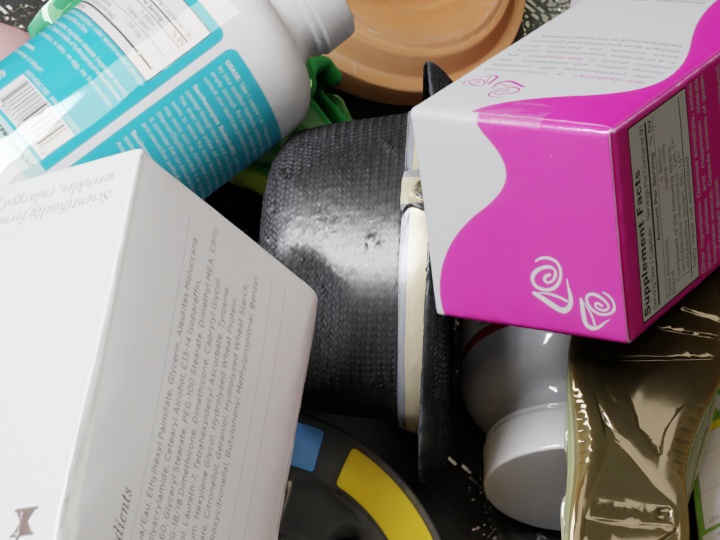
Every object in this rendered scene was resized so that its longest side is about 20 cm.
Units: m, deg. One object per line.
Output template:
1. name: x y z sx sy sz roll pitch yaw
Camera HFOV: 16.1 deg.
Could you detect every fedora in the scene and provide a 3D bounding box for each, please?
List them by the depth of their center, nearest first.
1. fedora: 0.000 0.000 1.216 0.091 0.201 0.201 1 57 3

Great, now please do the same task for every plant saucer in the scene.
1. plant saucer: 0.007 -0.186 1.395 0.200 0.032 0.201 16 58 -26

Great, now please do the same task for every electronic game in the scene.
1. electronic game: -0.042 0.159 1.178 0.199 0.042 0.201 10 67 -25

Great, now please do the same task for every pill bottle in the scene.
1. pill bottle: -0.101 -0.082 1.215 0.200 0.111 0.111 -37 65 -10
2. pill bottle: 0.106 0.022 1.270 0.112 0.112 0.201 4 57 1

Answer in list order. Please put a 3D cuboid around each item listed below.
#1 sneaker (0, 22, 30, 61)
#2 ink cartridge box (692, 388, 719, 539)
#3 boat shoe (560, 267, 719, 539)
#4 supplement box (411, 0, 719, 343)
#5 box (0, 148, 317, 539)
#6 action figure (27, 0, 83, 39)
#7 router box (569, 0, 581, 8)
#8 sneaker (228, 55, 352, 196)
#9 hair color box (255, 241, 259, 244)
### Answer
1. sneaker: -0.168 -0.033 1.318 0.104 0.075 0.201 0 77 -50
2. ink cartridge box: 0.228 0.067 1.220 0.148 0.076 0.201 21 53 -34
3. boat shoe: 0.125 0.077 1.164 0.073 0.063 0.201 8 65 -2
4. supplement box: 0.120 -0.057 1.146 0.101 0.104 0.200 9 27 34
5. box: -0.145 0.079 1.090 0.198 0.131 0.201 -12 55 34
6. action figure: -0.100 -0.142 1.287 0.200 0.118 0.055 -39 32 -13
7. router box: 0.200 -0.088 1.304 0.200 0.180 0.049 25 59 14
8. sneaker: -0.050 -0.084 1.339 0.200 0.084 0.074 28 18 5
9. hair color box: -0.108 0.069 1.261 0.111 0.064 0.200 22 60 11
